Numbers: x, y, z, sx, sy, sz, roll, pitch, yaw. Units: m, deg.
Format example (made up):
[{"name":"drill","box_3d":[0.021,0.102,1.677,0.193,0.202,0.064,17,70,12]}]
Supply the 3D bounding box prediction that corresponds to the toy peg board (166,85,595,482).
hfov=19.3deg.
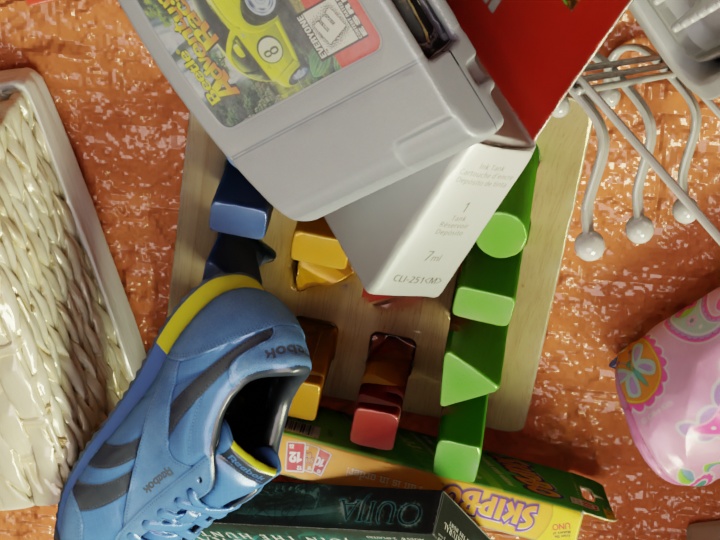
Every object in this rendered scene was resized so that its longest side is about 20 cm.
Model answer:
[{"name":"toy peg board","box_3d":[0.000,0.000,1.050,0.197,0.098,0.201,11,121,2]}]

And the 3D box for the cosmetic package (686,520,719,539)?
[{"name":"cosmetic package","box_3d":[0.260,0.245,1.095,0.163,0.201,0.166,-8,120,14]}]

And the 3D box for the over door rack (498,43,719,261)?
[{"name":"over door rack","box_3d":[0.159,-0.024,0.938,0.200,0.147,0.067,39,113,16]}]

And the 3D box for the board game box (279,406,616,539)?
[{"name":"board game box","box_3d":[0.033,0.105,1.109,0.198,0.096,0.030,12,97,1]}]

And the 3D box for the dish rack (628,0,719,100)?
[{"name":"dish rack","box_3d":[0.121,-0.171,0.884,0.043,0.172,0.201,-34,92,-7]}]

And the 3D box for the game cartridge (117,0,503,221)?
[{"name":"game cartridge","box_3d":[-0.040,-0.119,0.853,0.133,0.041,0.201,-22,103,50]}]

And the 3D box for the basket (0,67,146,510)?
[{"name":"basket","box_3d":[-0.207,0.018,1.079,0.134,0.124,0.201,-9,120,15]}]

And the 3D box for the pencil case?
[{"name":"pencil case","box_3d":[0.220,0.032,1.046,0.199,0.088,0.087,-35,110,27]}]

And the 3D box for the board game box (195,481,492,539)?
[{"name":"board game box","box_3d":[-0.019,0.149,1.117,0.198,0.028,0.135,0,151,30]}]

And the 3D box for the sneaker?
[{"name":"sneaker","box_3d":[-0.087,0.099,1.029,0.066,0.079,0.201,10,120,-43]}]

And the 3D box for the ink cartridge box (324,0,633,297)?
[{"name":"ink cartridge box","box_3d":[0.019,-0.119,0.924,0.043,0.201,0.174,4,132,-37]}]

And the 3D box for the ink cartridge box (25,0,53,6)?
[{"name":"ink cartridge box","box_3d":[-0.140,-0.181,0.952,0.199,0.050,0.110,-7,122,39]}]
